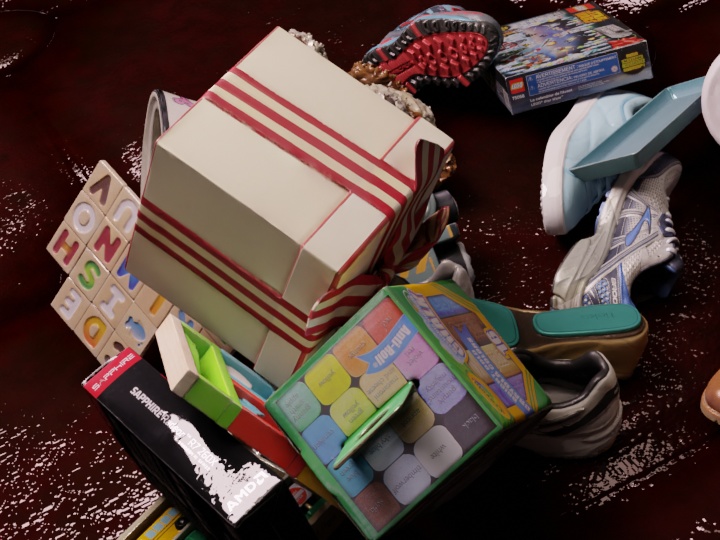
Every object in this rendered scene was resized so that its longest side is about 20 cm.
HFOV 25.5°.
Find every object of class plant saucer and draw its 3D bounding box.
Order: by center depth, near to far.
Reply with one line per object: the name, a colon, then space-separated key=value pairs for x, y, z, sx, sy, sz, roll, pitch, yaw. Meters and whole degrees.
plant saucer: x=0.255 y=-0.125 z=1.378 sx=0.070 sy=0.019 sz=0.200 roll=-13 pitch=18 yaw=42

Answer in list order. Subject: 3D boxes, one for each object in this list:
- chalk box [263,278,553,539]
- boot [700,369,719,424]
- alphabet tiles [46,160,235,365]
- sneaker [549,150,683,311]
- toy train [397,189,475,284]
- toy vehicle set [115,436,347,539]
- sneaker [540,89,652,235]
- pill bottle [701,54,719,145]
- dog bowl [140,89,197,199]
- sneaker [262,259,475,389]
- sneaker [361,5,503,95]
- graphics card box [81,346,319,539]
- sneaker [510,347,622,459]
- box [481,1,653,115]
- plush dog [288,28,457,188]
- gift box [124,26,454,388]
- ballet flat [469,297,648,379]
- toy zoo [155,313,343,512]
chalk box: x=0.029 y=0.092 z=1.074 sx=0.124 sy=0.200 sz=0.124 roll=-42 pitch=77 yaw=15
boot: x=0.335 y=0.022 z=1.174 sx=0.199 sy=0.156 sz=0.077 roll=-21 pitch=40 yaw=-9
alphabet tiles: x=-0.176 y=0.012 z=1.297 sx=0.200 sy=0.168 sz=0.008 roll=46 pitch=26 yaw=20
sneaker: x=0.234 y=-0.016 z=1.328 sx=0.085 sy=0.077 sz=0.200 roll=21 pitch=57 yaw=22
toy train: x=0.000 y=0.000 z=1.343 sx=0.199 sy=0.085 sz=0.115 roll=-19 pitch=83 yaw=-15
toy vehicle set: x=-0.081 y=0.179 z=1.211 sx=0.124 sy=0.027 sz=0.200 roll=22 pitch=51 yaw=35
sneaker: x=0.219 y=-0.104 z=1.422 sx=0.081 sy=0.074 sz=0.201 roll=3 pitch=42 yaw=27
pill bottle: x=0.374 y=-0.166 z=1.386 sx=0.111 sy=0.113 sz=0.200 roll=8 pitch=19 yaw=24
dog bowl: x=-0.147 y=-0.056 z=1.389 sx=0.073 sy=0.201 sz=0.201 roll=0 pitch=37 yaw=-14
sneaker: x=0.007 y=0.050 z=1.273 sx=0.199 sy=0.088 sz=0.074 roll=-22 pitch=31 yaw=-25
sneaker: x=0.078 y=-0.231 z=1.549 sx=0.096 sy=0.079 sz=0.200 roll=-51 pitch=22 yaw=-23
graphics card box: x=-0.108 y=0.149 z=1.131 sx=0.051 sy=0.126 sz=0.200 roll=-40 pitch=45 yaw=-16
sneaker: x=0.097 y=0.093 z=1.195 sx=0.198 sy=0.088 sz=0.076 roll=-5 pitch=46 yaw=0
box: x=0.188 y=-0.208 z=1.536 sx=0.136 sy=0.040 sz=0.200 roll=-15 pitch=21 yaw=-2
plush dog: x=-0.003 y=-0.116 z=1.478 sx=0.171 sy=0.161 sz=0.201 roll=-12 pitch=52 yaw=-26
gift box: x=-0.046 y=-0.042 z=1.157 sx=0.186 sy=0.200 sz=0.185 roll=35 pitch=58 yaw=7
ballet flat: x=0.125 y=0.062 z=1.240 sx=0.198 sy=0.063 sz=0.069 roll=2 pitch=33 yaw=-1
toy zoo: x=-0.057 y=0.112 z=1.132 sx=0.021 sy=0.200 sz=0.131 roll=-51 pitch=18 yaw=5
